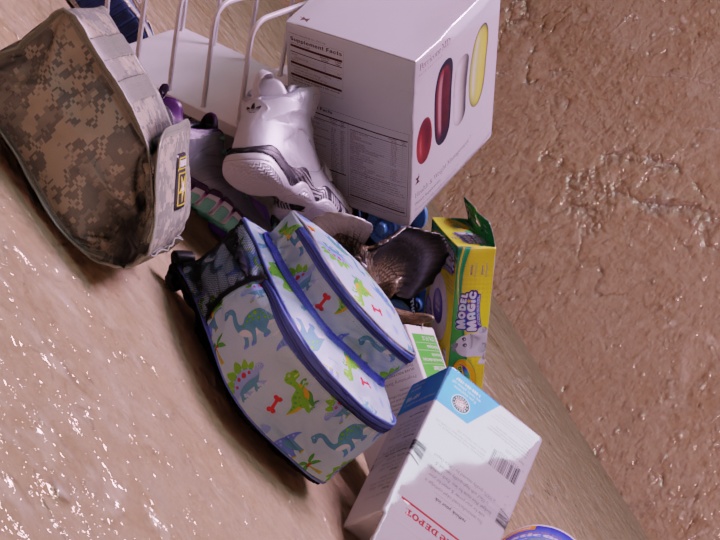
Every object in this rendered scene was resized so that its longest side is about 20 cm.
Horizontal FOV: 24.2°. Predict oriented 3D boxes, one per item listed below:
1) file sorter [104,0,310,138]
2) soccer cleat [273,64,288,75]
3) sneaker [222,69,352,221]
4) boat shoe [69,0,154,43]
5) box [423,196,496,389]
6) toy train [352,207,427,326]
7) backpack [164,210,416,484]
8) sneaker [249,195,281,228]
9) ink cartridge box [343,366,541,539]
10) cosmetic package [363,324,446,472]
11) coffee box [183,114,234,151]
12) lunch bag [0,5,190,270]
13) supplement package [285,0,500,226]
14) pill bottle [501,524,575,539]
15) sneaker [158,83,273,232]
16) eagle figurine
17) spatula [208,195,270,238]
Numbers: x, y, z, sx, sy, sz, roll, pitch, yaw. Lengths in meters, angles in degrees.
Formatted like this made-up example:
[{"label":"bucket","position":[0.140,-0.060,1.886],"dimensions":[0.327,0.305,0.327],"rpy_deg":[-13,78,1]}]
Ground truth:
[{"label":"file sorter","position":[-0.149,-0.243,1.707],"dimensions":[0.200,0.125,0.139],"rpy_deg":[27,34,27]},{"label":"soccer cleat","position":[-0.068,-0.129,1.813],"dimensions":[0.069,0.085,0.200],"rpy_deg":[120,-36,-74]},{"label":"sneaker","position":[-0.060,-0.115,1.634],"dimensions":[0.200,0.075,0.115],"rpy_deg":[31,65,-58]},{"label":"boat shoe","position":[-0.288,-0.306,1.872],"dimensions":[0.200,0.072,0.072],"rpy_deg":[65,5,8]},{"label":"box","position":[0.105,0.028,1.802],"dimensions":[0.117,0.048,0.200],"rpy_deg":[-125,-141,-70]},{"label":"toy train","position":[0.015,-0.006,1.876],"dimensions":[0.087,0.114,0.200],"rpy_deg":[-31,119,-57]},{"label":"backpack","position":[-0.046,0.060,1.400],"dimensions":[0.183,0.147,0.200],"rpy_deg":[44,15,-38]},{"label":"sneaker","position":[-0.089,-0.034,1.805],"dimensions":[0.200,0.078,0.086],"rpy_deg":[44,16,-48]},{"label":"ink cartridge box","position":[0.065,0.199,1.450],"dimensions":[0.116,0.067,0.200],"rpy_deg":[39,55,-16]},{"label":"cosmetic package","position":[0.051,0.159,1.577],"dimensions":[0.108,0.085,0.200],"rpy_deg":[10,59,-74]},{"label":"coffee box","position":[-0.155,-0.140,1.848],"dimensions":[0.200,0.080,0.113],"rpy_deg":[49,9,-34]},{"label":"lunch bag","position":[-0.200,-0.099,1.312],"dimensions":[0.200,0.118,0.164],"rpy_deg":[59,7,-6]},{"label":"supplement package","position":[0.035,-0.192,1.703],"dimensions":[0.147,0.191,0.200],"rpy_deg":[21,-45,22]},{"label":"pill bottle","position":[0.180,0.320,1.710],"dimensions":[0.112,0.112,0.200],"rpy_deg":[54,8,5]},{"label":"sneaker","position":[-0.138,-0.096,1.612],"dimensions":[0.200,0.088,0.074],"rpy_deg":[36,-6,-41]},{"label":"eagle figurine","position":[-0.003,0.006,1.683],"dimensions":[0.152,0.151,0.200],"rpy_deg":[38,20,-5]},{"label":"spatula","position":[-0.166,-0.086,1.695],"dimensions":[0.021,0.057,0.200],"rpy_deg":[10,-22,47]}]
